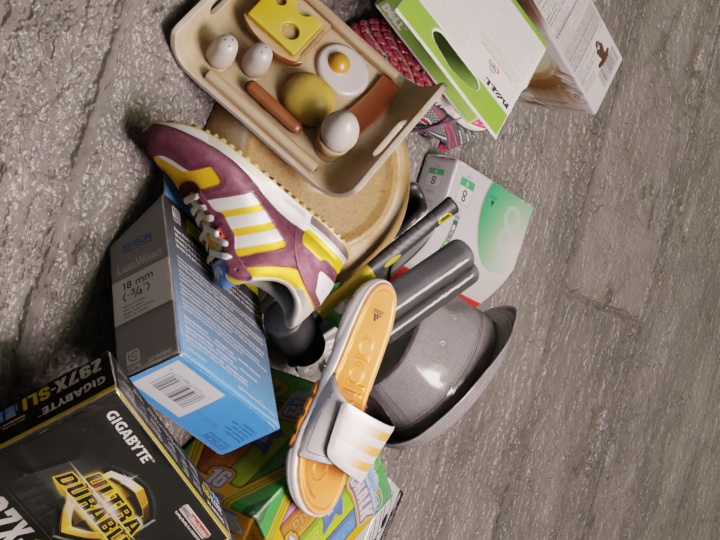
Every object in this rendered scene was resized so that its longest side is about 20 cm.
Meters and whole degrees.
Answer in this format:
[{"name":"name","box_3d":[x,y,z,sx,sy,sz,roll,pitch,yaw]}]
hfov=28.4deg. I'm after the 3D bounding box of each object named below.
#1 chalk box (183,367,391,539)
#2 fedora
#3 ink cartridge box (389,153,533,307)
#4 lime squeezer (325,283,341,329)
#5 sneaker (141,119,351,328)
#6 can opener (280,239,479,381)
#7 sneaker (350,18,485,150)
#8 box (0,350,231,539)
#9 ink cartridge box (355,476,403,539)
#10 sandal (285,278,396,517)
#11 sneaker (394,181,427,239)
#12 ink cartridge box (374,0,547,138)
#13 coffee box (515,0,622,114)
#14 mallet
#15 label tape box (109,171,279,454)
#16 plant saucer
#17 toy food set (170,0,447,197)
[{"name":"chalk box","box_3d":[-0.060,0.179,1.289,0.200,0.124,0.125,-46,133,-34]},{"name":"fedora","box_3d":[0.059,0.078,1.393,0.090,0.176,0.201,46,51,-18]},{"name":"ink cartridge box","box_3d":[0.098,-0.002,1.492,0.160,0.050,0.202,24,80,-51]},{"name":"lime squeezer","box_3d":[-0.024,0.010,1.333,0.038,0.070,0.200,60,23,-19]},{"name":"sneaker","box_3d":[-0.104,-0.037,1.141,0.199,0.075,0.091,36,76,-12]},{"name":"can opener","box_3d":[0.015,0.032,1.329,0.199,0.067,0.054,-35,142,-8]},{"name":"sneaker","box_3d":[0.051,-0.170,1.365,0.199,0.074,0.081,27,38,-40]},{"name":"box","box_3d":[-0.212,0.173,1.090,0.158,0.050,0.201,-26,131,2]},{"name":"ink cartridge box","box_3d":[-0.019,0.299,1.414,0.094,0.044,0.202,60,52,-70]},{"name":"sandal","box_3d":[-0.002,0.110,1.190,0.079,0.059,0.209,21,86,-51]},{"name":"sneaker","box_3d":[-0.017,-0.043,1.290,0.199,0.087,0.076,-29,99,-47]},{"name":"ink cartridge box","box_3d":[0.080,-0.204,1.291,0.148,0.075,0.200,50,36,-14]},{"name":"coffee box","box_3d":[0.175,-0.256,1.457,0.200,0.114,0.080,48,64,-45]},{"name":"mallet","box_3d":[0.000,0.000,1.218,0.200,0.041,0.066,-43,146,2]},{"name":"label tape box","box_3d":[-0.139,0.030,1.172,0.144,0.063,0.201,46,26,-47]},{"name":"plant saucer","box_3d":[-0.039,-0.088,1.227,0.198,0.035,0.203,2,85,-24]},{"name":"toy food set","box_3d":[-0.041,-0.173,1.184,0.200,0.060,0.144,42,61,-4]}]
